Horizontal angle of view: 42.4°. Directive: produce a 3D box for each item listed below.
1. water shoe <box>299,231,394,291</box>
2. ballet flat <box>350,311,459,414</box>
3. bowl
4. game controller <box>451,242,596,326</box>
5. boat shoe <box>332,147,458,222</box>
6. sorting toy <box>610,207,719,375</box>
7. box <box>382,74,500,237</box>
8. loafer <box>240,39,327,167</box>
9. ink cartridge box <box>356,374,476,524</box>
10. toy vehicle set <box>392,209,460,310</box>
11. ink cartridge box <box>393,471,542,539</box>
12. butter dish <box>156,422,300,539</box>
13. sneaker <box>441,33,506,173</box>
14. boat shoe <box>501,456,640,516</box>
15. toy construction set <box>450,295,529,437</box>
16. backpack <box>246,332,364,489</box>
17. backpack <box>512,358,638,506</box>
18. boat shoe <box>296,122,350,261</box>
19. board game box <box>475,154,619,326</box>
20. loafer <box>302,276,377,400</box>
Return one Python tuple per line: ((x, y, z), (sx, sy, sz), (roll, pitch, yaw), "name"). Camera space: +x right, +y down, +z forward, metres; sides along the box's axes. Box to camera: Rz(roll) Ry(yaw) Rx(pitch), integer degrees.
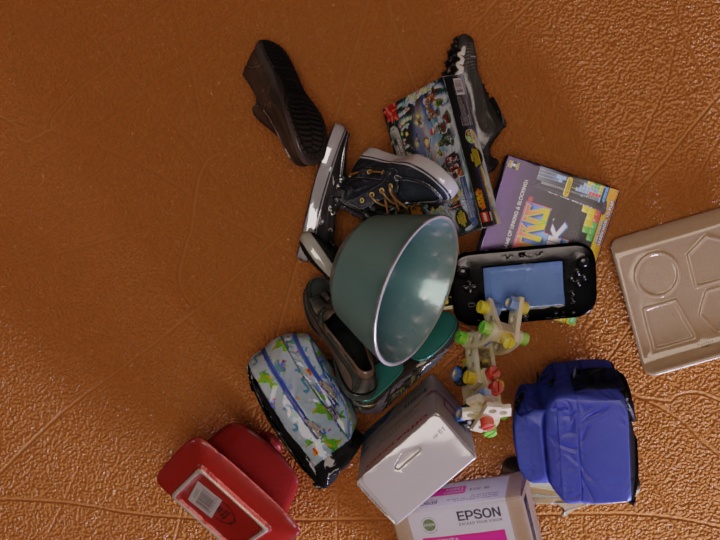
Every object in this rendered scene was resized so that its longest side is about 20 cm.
((0.000, 0.000, 1.298), (0.200, 0.071, 0.079), (43, 86, -18), "water shoe")
((0.063, 0.136, 1.336), (0.199, 0.072, 0.072), (-38, 95, -20), "ballet flat")
((0.033, 0.009, 1.194), (0.104, 0.200, 0.204), (22, 99, 28), "bowl")
((0.223, 0.019, 1.273), (0.197, 0.042, 0.106), (-5, 99, 6), "game controller")
((0.043, -0.100, 1.218), (0.091, 0.199, 0.071), (-51, 122, -12), "boat shoe")
((0.467, 0.029, 1.321), (0.182, 0.036, 0.203), (-16, 92, 5), "sorting toy")
((0.106, -0.143, 1.245), (0.039, 0.136, 0.203), (-13, 88, -35), "box")
((-0.107, -0.222, 1.289), (0.071, 0.072, 0.202), (-38, 63, 35), "loafer")
((0.076, 0.242, 1.286), (0.144, 0.200, 0.085), (-42, 93, 8), "ink cartridge box")
((0.079, -0.040, 1.336), (0.122, 0.027, 0.203), (-8, 97, 4), "toy vehicle set")
((0.159, 0.392, 1.338), (0.197, 0.075, 0.167), (-13, 102, 20), "ink cartridge box")
((-0.166, 0.296, 1.344), (0.199, 0.148, 0.200), (41, 139, -3), "butter dish")
((0.159, -0.224, 1.292), (0.089, 0.066, 0.204), (1, 89, -13), "sneaker")
((0.304, 0.320, 1.355), (0.197, 0.072, 0.077), (4, 107, 14), "boat shoe")
((0.171, 0.138, 1.223), (0.091, 0.202, 0.131), (28, 135, -15), "toy construction set")
((-0.078, 0.188, 1.321), (0.200, 0.163, 0.154), (41, 90, 4), "backpack")
((0.293, 0.202, 1.270), (0.165, 0.200, 0.165), (2, 103, 12), "backpack")
((-0.037, -0.104, 1.317), (0.065, 0.070, 0.203), (14, 99, -6), "boat shoe")
((0.253, -0.043, 1.311), (0.163, 0.057, 0.203), (16, 98, 0), "board game box")
((-0.023, 0.082, 1.294), (0.071, 0.063, 0.202), (-14, 58, -21), "loafer")
